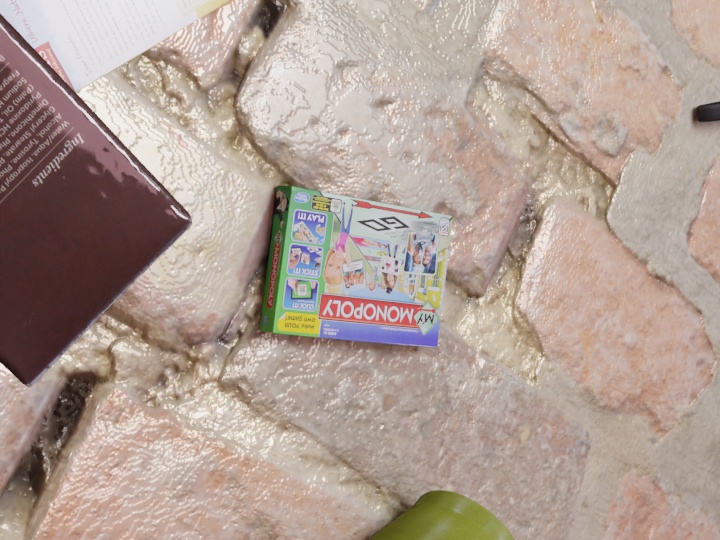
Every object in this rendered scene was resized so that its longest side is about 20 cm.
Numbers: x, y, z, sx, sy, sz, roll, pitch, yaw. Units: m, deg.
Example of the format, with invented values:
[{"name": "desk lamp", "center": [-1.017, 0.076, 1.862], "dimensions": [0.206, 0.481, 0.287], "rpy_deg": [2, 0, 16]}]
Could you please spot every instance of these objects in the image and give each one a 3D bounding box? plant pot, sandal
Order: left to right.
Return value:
[{"name": "plant pot", "center": [0.059, 0.324, 1.051], "dimensions": [0.193, 0.198, 0.202], "rpy_deg": [-44, 118, -37]}, {"name": "sandal", "center": [0.507, -0.201, 1.385], "dimensions": [0.197, 0.076, 0.044], "rpy_deg": [-12, 100, -23]}]

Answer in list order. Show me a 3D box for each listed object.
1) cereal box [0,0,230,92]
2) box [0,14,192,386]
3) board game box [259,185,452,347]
[{"name": "cereal box", "center": [-0.214, -0.239, 0.878], "dimensions": [0.199, 0.039, 0.145], "rpy_deg": [-37, 115, -27]}, {"name": "box", "center": [-0.256, -0.065, 0.766], "dimensions": [0.164, 0.166, 0.200], "rpy_deg": [-45, 119, -5]}, {"name": "board game box", "center": [0.000, 0.000, 1.061], "dimensions": [0.197, 0.029, 0.137], "rpy_deg": [7, 89, -36]}]
